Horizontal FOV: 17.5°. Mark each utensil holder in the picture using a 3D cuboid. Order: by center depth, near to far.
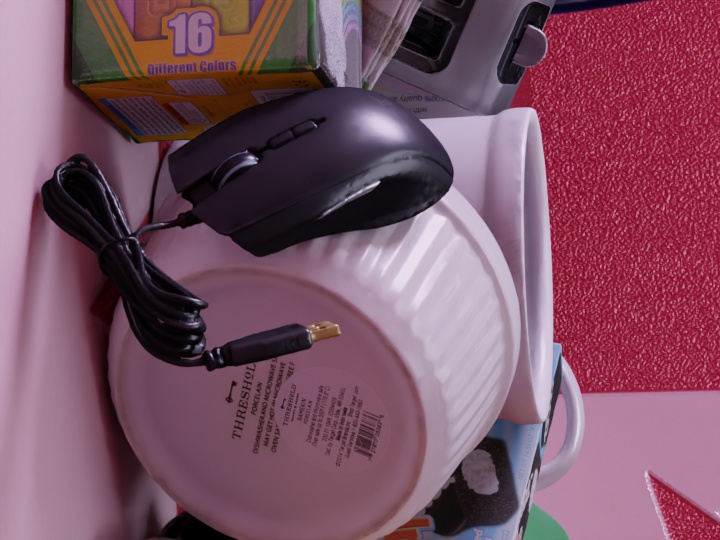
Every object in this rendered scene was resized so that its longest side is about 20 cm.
[{"bbox_3d":[0.000,0.000,1.277,0.170,0.198,0.172,-1,90,-80],"label":"utensil holder"}]

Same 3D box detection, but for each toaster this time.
[{"bbox_3d":[0.032,-0.203,1.322,0.119,0.199,0.182,-44,158,-82],"label":"toaster"}]

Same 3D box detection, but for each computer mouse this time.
[{"bbox_3d":[-0.029,-0.027,1.035,0.141,0.199,0.046,56,-34,37],"label":"computer mouse"}]

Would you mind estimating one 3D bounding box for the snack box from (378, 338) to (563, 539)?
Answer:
[{"bbox_3d":[0.037,0.126,1.315,0.037,0.115,0.201,76,27,-59],"label":"snack box"}]

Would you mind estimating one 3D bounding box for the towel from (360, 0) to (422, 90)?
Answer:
[{"bbox_3d":[-0.009,-0.179,1.221,0.031,0.149,0.201,15,109,-49],"label":"towel"}]

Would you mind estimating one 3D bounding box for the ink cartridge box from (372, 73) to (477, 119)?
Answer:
[{"bbox_3d":[0.016,-0.104,1.548,0.084,0.144,0.202,60,30,-74],"label":"ink cartridge box"}]

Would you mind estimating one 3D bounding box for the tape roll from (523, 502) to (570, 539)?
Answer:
[{"bbox_3d":[0.031,0.193,1.424,0.201,0.199,0.048,75,16,-53],"label":"tape roll"}]

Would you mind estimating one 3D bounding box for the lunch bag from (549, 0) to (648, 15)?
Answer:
[{"bbox_3d":[0.090,-0.244,1.444,0.127,0.198,0.172,18,69,-83],"label":"lunch bag"}]

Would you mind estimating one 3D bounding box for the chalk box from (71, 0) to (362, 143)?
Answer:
[{"bbox_3d":[-0.068,-0.175,1.144,0.124,0.123,0.202,47,41,-74],"label":"chalk box"}]

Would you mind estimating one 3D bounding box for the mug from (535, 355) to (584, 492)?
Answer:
[{"bbox_3d":[0.054,0.112,1.577,0.148,0.199,0.177,38,34,-72],"label":"mug"}]

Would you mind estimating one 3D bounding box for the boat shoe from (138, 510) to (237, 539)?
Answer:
[{"bbox_3d":[-0.075,0.151,1.195,0.200,0.071,0.060,-12,103,-75],"label":"boat shoe"}]

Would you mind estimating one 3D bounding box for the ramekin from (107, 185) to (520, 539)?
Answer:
[{"bbox_3d":[-0.029,0.041,1.136,0.105,0.199,0.202,-58,146,-57],"label":"ramekin"}]
